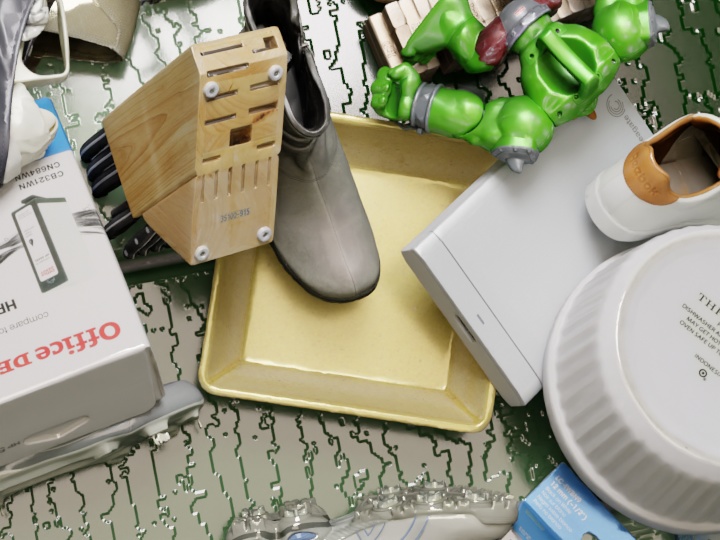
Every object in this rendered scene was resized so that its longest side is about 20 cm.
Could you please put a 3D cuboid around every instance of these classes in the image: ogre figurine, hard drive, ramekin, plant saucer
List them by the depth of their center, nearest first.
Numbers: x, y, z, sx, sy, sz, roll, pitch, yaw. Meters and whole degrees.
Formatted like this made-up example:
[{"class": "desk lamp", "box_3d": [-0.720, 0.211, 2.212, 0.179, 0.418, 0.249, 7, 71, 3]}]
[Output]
[{"class": "ramekin", "box_3d": [0.224, 0.064, 1.383, 0.201, 0.094, 0.204, 3, 70, -10]}, {"class": "ogre figurine", "box_3d": [0.111, -0.148, 1.407, 0.200, 0.098, 0.120, -38, 72, -21]}, {"class": "hard drive", "box_3d": [0.134, -0.024, 1.447, 0.200, 0.027, 0.132, -43, 105, -24]}, {"class": "plant saucer", "box_3d": [0.000, 0.000, 1.454, 0.198, 0.048, 0.202, 9, 81, -5]}]

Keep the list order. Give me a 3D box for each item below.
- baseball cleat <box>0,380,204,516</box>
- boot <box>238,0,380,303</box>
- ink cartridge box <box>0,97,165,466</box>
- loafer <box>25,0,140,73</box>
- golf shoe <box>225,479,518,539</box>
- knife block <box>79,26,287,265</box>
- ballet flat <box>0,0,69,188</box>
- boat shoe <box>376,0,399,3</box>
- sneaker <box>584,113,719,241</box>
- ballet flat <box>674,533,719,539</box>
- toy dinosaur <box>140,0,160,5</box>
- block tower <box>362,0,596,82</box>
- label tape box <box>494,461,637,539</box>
[{"class": "baseball cleat", "box_3d": [-0.207, 0.091, 1.408, 0.199, 0.070, 0.107, -21, 79, -12]}, {"class": "boot", "box_3d": [-0.039, -0.078, 1.370, 0.067, 0.131, 0.201, -21, 85, -9]}, {"class": "ink cartridge box", "box_3d": [-0.228, 0.010, 1.377, 0.145, 0.084, 0.201, -21, 63, -10]}, {"class": "loafer", "box_3d": [-0.242, -0.163, 1.434, 0.198, 0.076, 0.069, -8, 77, -8]}, {"class": "golf shoe", "box_3d": [0.011, 0.194, 1.415, 0.198, 0.078, 0.098, -10, 91, 9]}, {"class": "knife block", "box_3d": [-0.123, -0.092, 1.377, 0.064, 0.201, 0.175, -17, 40, -31]}, {"class": "ballet flat", "box_3d": [-0.220, -0.116, 1.354, 0.072, 0.073, 0.202, 9, 70, -5]}, {"class": "boat shoe", "box_3d": [0.028, -0.289, 1.475, 0.072, 0.065, 0.202, 2, 82, -36]}, {"class": "sneaker", "box_3d": [0.247, -0.071, 1.440, 0.199, 0.085, 0.073, -18, 72, -38]}, {"class": "ballet flat", "box_3d": [0.243, 0.141, 1.451, 0.069, 0.071, 0.202, -12, 84, -9]}, {"class": "toy dinosaur", "box_3d": [-0.120, -0.226, 1.370, 0.047, 0.200, 0.089, -16, 84, -36]}, {"class": "block tower", "box_3d": [0.105, -0.185, 1.488, 0.199, 0.054, 0.058, -23, 86, -9]}, {"class": "label tape box", "box_3d": [0.118, 0.246, 1.427, 0.200, 0.066, 0.143, -43, 89, -8]}]
